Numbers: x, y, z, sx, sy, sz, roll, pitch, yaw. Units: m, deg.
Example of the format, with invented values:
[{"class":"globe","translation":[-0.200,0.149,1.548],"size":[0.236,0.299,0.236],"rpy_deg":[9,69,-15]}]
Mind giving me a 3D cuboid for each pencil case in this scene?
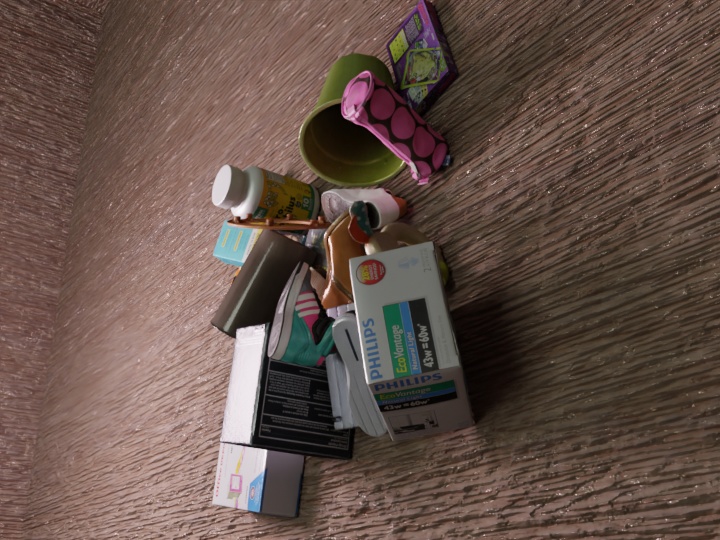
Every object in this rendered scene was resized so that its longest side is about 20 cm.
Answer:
[{"class":"pencil case","translation":[0.055,-0.228,1.386],"size":[0.090,0.200,0.094],"rpy_deg":[-6,55,52]}]

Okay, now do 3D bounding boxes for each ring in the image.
[{"class":"ring","translation":[-0.149,-0.093,1.596],"size":[0.200,0.199,0.019],"rpy_deg":[15,106,58]}]

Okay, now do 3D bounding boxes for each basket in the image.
[{"class":"basket","translation":[-0.169,0.033,1.584],"size":[0.135,0.180,0.201],"rpy_deg":[26,90,16]}]

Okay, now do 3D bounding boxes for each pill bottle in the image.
[{"class":"pill bottle","translation":[-0.191,-0.144,1.726],"size":[0.113,0.199,0.114],"rpy_deg":[-30,53,48]}]

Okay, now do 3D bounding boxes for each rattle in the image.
[{"class":"rattle","translation":[0.027,-0.011,1.330],"size":[0.143,0.199,0.131],"rpy_deg":[-31,52,47]}]

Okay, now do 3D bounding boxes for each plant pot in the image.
[{"class":"plant pot","translation":[-0.005,-0.288,1.539],"size":[0.200,0.199,0.191],"rpy_deg":[-43,32,39]}]

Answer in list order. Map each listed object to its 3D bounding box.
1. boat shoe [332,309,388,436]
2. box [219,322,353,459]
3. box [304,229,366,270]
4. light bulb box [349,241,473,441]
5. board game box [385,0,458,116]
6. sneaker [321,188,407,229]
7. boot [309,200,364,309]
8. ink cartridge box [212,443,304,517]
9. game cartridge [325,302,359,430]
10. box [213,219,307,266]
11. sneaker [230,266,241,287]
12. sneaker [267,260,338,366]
[{"class":"boat shoe","translation":[0.014,0.154,1.322],"size":[0.072,0.071,0.201],"rpy_deg":[-10,102,21]},{"class":"box","translation":[-0.116,0.208,1.455],"size":[0.123,0.199,0.200],"rpy_deg":[-14,65,53]},{"class":"box","translation":[-0.050,0.004,1.585],"size":[0.200,0.048,0.159],"rpy_deg":[16,90,58]},{"class":"light bulb box","translation":[0.072,0.102,1.189],"size":[0.124,0.200,0.199],"rpy_deg":[-12,57,5]},{"class":"board game box","translation":[0.107,-0.377,1.531],"size":[0.120,0.032,0.201],"rpy_deg":[-49,40,40]},{"class":"sneaker","translation":[0.008,-0.110,1.520],"size":[0.200,0.084,0.073],"rpy_deg":[18,121,53]},{"class":"boot","translation":[0.000,0.000,1.436],"size":[0.155,0.077,0.201],"rpy_deg":[37,106,19]},{"class":"ink cartridge box","translation":[-0.194,0.379,1.610],"size":[0.200,0.084,0.146],"rpy_deg":[-16,64,55]},{"class":"game cartridge","translation":[0.002,0.152,1.390],"size":[0.129,0.038,0.201],"rpy_deg":[-13,79,30]},{"class":"box","translation":[-0.195,-0.042,1.719],"size":[0.199,0.049,0.083],"rpy_deg":[12,77,28]},{"class":"sneaker","translation":[-0.232,0.078,1.756],"size":[0.090,0.070,0.201],"rpy_deg":[-51,34,40]},{"class":"sneaker","translation":[-0.071,0.078,1.381],"size":[0.084,0.120,0.201],"rpy_deg":[-54,19,42]}]
